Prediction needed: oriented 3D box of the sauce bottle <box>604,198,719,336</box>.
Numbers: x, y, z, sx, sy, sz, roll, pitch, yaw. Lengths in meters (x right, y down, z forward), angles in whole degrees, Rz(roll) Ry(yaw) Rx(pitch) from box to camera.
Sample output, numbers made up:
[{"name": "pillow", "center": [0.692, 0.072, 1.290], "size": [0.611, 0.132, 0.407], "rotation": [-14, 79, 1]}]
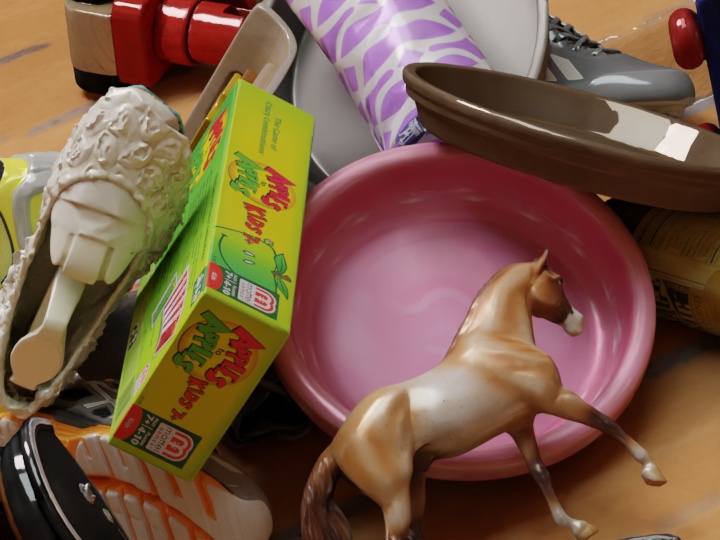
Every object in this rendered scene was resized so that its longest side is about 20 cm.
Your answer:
[{"name": "sauce bottle", "center": [0.163, -0.005, 1.529], "size": [0.066, 0.066, 0.200], "rotation": [-35, 32, -30]}]

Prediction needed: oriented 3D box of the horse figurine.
[{"name": "horse figurine", "center": [0.046, 0.086, 1.377], "size": [0.200, 0.133, 0.050], "rotation": [-31, -12, -16]}]

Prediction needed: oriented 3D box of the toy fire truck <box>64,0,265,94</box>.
[{"name": "toy fire truck", "center": [-0.079, -0.197, 1.926], "size": [0.199, 0.129, 0.176], "rotation": [12, 37, 20]}]

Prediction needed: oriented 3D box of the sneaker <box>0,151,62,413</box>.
[{"name": "sneaker", "center": [-0.190, 0.008, 1.549], "size": [0.076, 0.200, 0.076], "rotation": [8, 41, -18]}]

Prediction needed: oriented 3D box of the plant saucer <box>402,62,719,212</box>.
[{"name": "plant saucer", "center": [0.115, -0.069, 1.519], "size": [0.199, 0.030, 0.200], "rotation": [15, 12, -3]}]

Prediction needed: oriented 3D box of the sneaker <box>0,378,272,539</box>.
[{"name": "sneaker", "center": [-0.107, 0.094, 1.478], "size": [0.077, 0.079, 0.200], "rotation": [-30, 32, -33]}]

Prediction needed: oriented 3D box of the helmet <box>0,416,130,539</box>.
[{"name": "helmet", "center": [-0.170, 0.176, 1.256], "size": [0.199, 0.191, 0.200], "rotation": [-19, -6, -2]}]

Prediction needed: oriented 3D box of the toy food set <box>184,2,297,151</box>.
[{"name": "toy food set", "center": [-0.112, -0.054, 1.657], "size": [0.060, 0.144, 0.200], "rotation": [32, 39, -3]}]

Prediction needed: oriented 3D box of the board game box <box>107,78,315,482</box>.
[{"name": "board game box", "center": [-0.071, 0.001, 1.442], "size": [0.047, 0.102, 0.200], "rotation": [27, 30, -14]}]

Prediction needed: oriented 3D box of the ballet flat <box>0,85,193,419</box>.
[{"name": "ballet flat", "center": [-0.137, 0.001, 1.446], "size": [0.071, 0.200, 0.072], "rotation": [17, 39, -15]}]

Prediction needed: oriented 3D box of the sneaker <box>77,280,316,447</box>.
[{"name": "sneaker", "center": [-0.070, 0.051, 1.536], "size": [0.199, 0.077, 0.082], "rotation": [-3, 39, 23]}]

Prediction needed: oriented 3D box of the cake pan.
[{"name": "cake pan", "center": [0.027, -0.126, 1.720], "size": [0.200, 0.037, 0.201], "rotation": [-10, 68, 27]}]

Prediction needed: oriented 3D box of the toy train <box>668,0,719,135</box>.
[{"name": "toy train", "center": [0.212, -0.153, 1.620], "size": [0.084, 0.201, 0.116], "rotation": [-10, 25, 9]}]

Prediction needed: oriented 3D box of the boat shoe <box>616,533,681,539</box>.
[{"name": "boat shoe", "center": [0.063, 0.161, 1.297], "size": [0.201, 0.061, 0.072], "rotation": [-23, 31, -12]}]

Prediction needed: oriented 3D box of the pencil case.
[{"name": "pencil case", "center": [0.010, -0.135, 1.666], "size": [0.084, 0.086, 0.200], "rotation": [5, 44, -43]}]

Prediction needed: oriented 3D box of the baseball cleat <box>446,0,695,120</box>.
[{"name": "baseball cleat", "center": [0.105, -0.136, 1.730], "size": [0.199, 0.107, 0.070], "rotation": [3, 0, 29]}]

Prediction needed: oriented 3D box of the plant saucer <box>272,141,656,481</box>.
[{"name": "plant saucer", "center": [0.048, 0.027, 1.479], "size": [0.200, 0.051, 0.201], "rotation": [1, 54, -2]}]
